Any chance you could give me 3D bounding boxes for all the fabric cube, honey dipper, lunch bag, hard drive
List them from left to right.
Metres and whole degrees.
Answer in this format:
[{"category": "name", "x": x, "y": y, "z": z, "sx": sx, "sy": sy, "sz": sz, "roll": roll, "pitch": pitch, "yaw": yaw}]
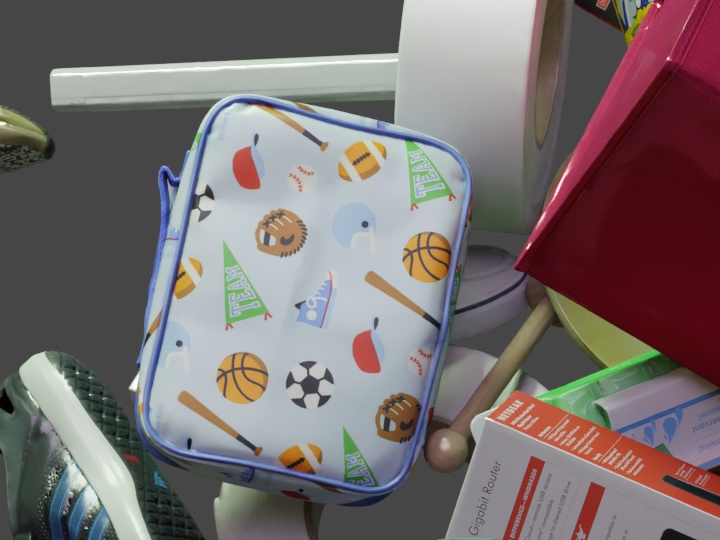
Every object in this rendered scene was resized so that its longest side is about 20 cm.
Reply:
[{"category": "hard drive", "x": -0.065, "y": -0.107, "z": 1.421, "sx": 0.199, "sy": 0.132, "sz": 0.026, "roll": -2, "pitch": 95, "yaw": 5}, {"category": "lunch bag", "x": -0.032, "y": 0.011, "z": 1.258, "sx": 0.160, "sy": 0.076, "sz": 0.201, "roll": 12, "pitch": 80, "yaw": -1}, {"category": "honey dipper", "x": 0.083, "y": 0.044, "z": 1.310, "sx": 0.038, "sy": 0.038, "sz": 0.200, "roll": 19, "pitch": 38, "yaw": 17}, {"category": "fabric cube", "x": 0.222, "y": -0.063, "z": 1.157, "sx": 0.199, "sy": 0.196, "sz": 0.200, "roll": 30, "pitch": 59, "yaw": 0}]

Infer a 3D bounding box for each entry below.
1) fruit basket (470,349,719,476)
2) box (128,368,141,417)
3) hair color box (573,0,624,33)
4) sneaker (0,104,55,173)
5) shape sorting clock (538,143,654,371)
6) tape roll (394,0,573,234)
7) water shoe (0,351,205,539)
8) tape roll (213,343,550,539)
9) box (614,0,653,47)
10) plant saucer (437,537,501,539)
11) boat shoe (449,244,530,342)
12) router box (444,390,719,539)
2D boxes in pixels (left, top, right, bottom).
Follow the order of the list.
[{"category": "fruit basket", "x": 0.171, "y": 0.133, "z": 1.230, "sx": 0.185, "sy": 0.094, "sz": 0.200, "roll": -20, "pitch": 82, "yaw": -13}, {"category": "box", "x": -0.062, "y": 0.005, "z": 1.392, "sx": 0.041, "sy": 0.039, "sz": 0.200, "roll": 21, "pitch": 61, "yaw": 17}, {"category": "hair color box", "x": 0.232, "y": -0.150, "z": 1.423, "sx": 0.200, "sy": 0.061, "sz": 0.102, "roll": 32, "pitch": 106, "yaw": 23}, {"category": "sneaker", "x": -0.271, "y": -0.042, "z": 1.436, "sx": 0.199, "sy": 0.077, "sz": 0.089, "roll": -9, "pitch": 69, "yaw": 6}, {"category": "shape sorting clock", "x": 0.191, "y": -0.002, "z": 1.352, "sx": 0.199, "sy": 0.039, "sz": 0.200, "roll": 6, "pitch": 53, "yaw": -9}, {"category": "tape roll", "x": 0.071, "y": -0.122, "z": 1.365, "sx": 0.071, "sy": 0.203, "sz": 0.203, "roll": 7, "pitch": 58, "yaw": 11}, {"category": "water shoe", "x": -0.137, "y": 0.137, "z": 1.310, "sx": 0.079, "sy": 0.071, "sz": 0.200, "roll": -40, "pitch": 59, "yaw": 13}, {"category": "tape roll", "x": 0.025, "y": 0.129, "z": 1.304, "sx": 0.202, "sy": 0.037, "sz": 0.203, "roll": -2, "pitch": 57, "yaw": 4}, {"category": "box", "x": 0.193, "y": -0.100, "z": 1.329, "sx": 0.064, "sy": 0.070, "sz": 0.200, "roll": -6, "pitch": 65, "yaw": -17}, {"category": "plant saucer", "x": 0.058, "y": 0.223, "z": 1.161, "sx": 0.200, "sy": 0.201, "sz": 0.027, "roll": 19, "pitch": 19, "yaw": 18}, {"category": "boat shoe", "x": 0.000, "y": 0.000, "z": 1.342, "sx": 0.199, "sy": 0.066, "sz": 0.072, "roll": -5, "pitch": 25, "yaw": -16}, {"category": "router box", "x": 0.116, "y": 0.182, "z": 1.168, "sx": 0.179, "sy": 0.200, "sz": 0.049, "roll": 24, "pitch": 21, "yaw": 15}]
